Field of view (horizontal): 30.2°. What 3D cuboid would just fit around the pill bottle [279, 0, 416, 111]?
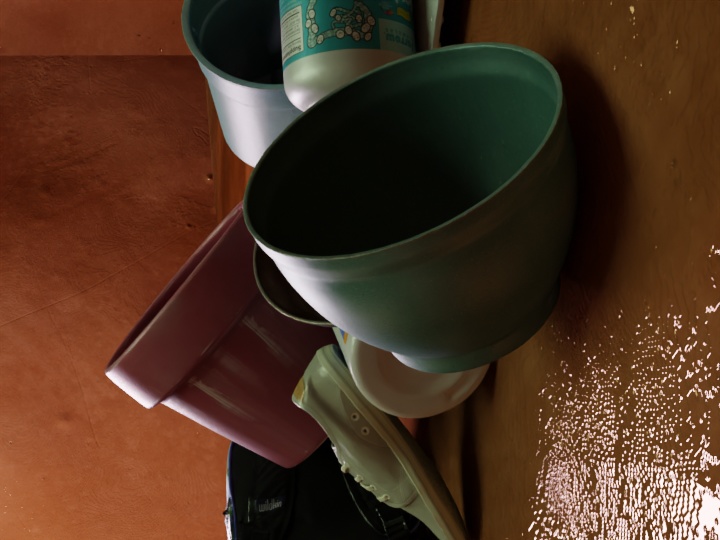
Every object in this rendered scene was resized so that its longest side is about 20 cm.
[{"bbox_3d":[-0.010,-0.199,1.085,0.111,0.110,0.202,137,130,-76],"label":"pill bottle"}]

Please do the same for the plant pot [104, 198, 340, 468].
[{"bbox_3d":[-0.092,0.066,1.155,0.200,0.179,0.200,-48,8,9],"label":"plant pot"}]

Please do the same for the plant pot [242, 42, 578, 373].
[{"bbox_3d":[0.046,-0.025,0.806,0.201,0.199,0.135,-108,-8,-56],"label":"plant pot"}]

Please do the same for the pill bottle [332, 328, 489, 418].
[{"bbox_3d":[0.028,0.024,1.054,0.200,0.111,0.113,-115,25,-66],"label":"pill bottle"}]

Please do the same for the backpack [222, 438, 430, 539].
[{"bbox_3d":[-0.035,0.222,1.236,0.201,0.181,0.148,-107,6,-49],"label":"backpack"}]

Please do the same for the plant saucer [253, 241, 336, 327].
[{"bbox_3d":[0.016,-0.032,0.969,0.032,0.199,0.201,57,-167,-42],"label":"plant saucer"}]

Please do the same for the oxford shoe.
[{"bbox_3d":[0.016,0.148,1.050,0.200,0.058,0.075,51,-176,-11],"label":"oxford shoe"}]

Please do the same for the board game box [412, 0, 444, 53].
[{"bbox_3d":[0.049,-0.214,1.130,0.201,0.026,0.201,-104,16,-51],"label":"board game box"}]

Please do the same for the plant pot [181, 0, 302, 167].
[{"bbox_3d":[-0.088,-0.222,1.480,0.197,0.198,0.202,89,174,-61],"label":"plant pot"}]
